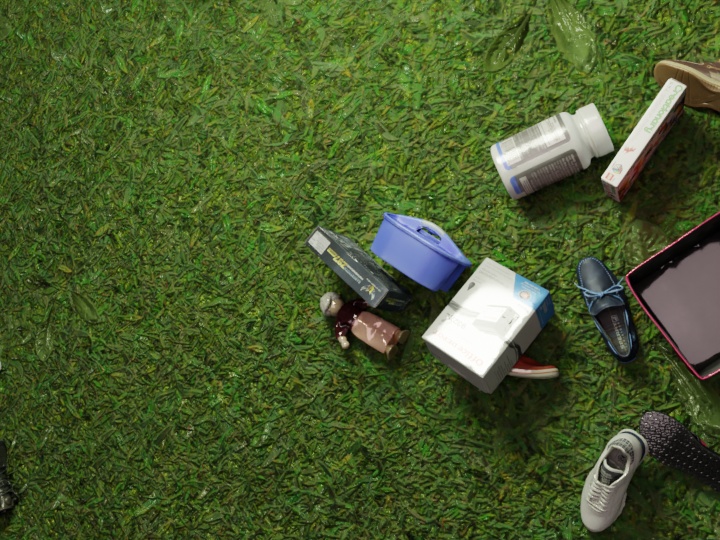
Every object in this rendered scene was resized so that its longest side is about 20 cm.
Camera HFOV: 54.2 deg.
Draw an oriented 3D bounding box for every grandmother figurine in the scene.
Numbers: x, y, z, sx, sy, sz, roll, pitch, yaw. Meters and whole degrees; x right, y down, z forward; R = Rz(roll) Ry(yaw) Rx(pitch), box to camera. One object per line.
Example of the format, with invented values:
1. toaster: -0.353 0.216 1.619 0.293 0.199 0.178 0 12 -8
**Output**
1. grandmother figurine: -0.005 0.107 1.445 0.200 0.061 0.121 32 69 25

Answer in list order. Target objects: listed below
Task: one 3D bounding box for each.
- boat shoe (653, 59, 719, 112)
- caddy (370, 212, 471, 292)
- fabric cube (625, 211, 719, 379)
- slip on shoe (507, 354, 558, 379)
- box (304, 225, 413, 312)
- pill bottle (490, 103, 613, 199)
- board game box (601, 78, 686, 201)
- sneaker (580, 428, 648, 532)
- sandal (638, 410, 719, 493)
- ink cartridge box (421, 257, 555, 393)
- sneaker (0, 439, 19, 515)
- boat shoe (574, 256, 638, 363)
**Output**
1. boat shoe: 0.621 -0.330 1.236 0.200 0.072 0.072 32 66 33
2. caddy: 0.119 -0.043 1.363 0.200 0.141 0.105 34 102 22
3. fabric cube: 0.568 0.042 1.136 0.200 0.199 0.196 -36 73 15
4. slip on shoe: 0.271 0.163 1.316 0.200 0.074 0.061 12 86 28
5. box: 0.000 0.000 1.397 0.200 0.158 0.051 43 101 20
6. pill bottle: 0.353 -0.221 1.301 0.200 0.114 0.114 -24 76 18
7. board game box: 0.497 -0.224 1.234 0.035 0.126 0.200 36 98 22
8. sneaker: 0.419 0.365 1.204 0.076 0.080 0.200 25 110 31
9. sandal: 0.560 0.311 1.198 0.200 0.045 0.075 35 103 8
10. ink cartridge box: 0.233 0.099 1.282 0.145 0.084 0.200 33 76 34
11. sneaker: -0.898 0.525 1.754 0.114 0.076 0.200 15 93 21
12. boat shoe: 0.447 0.064 1.252 0.084 0.069 0.200 -30 74 17
